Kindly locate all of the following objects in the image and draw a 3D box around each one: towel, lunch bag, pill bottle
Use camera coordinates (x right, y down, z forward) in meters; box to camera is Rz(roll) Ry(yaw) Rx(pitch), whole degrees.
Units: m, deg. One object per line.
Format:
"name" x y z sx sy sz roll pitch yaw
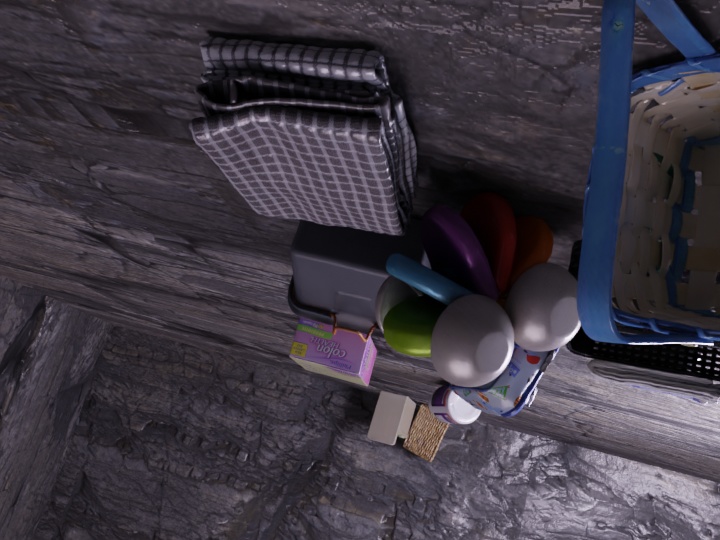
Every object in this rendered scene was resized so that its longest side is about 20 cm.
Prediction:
"towel" 0.358 0.138 0.774 0.144 0.024 0.199 9 172 26
"lunch bag" 0.220 0.136 0.963 0.075 0.161 0.200 38 167 -6
"pill bottle" 0.273 0.398 1.881 0.109 0.114 0.200 18 165 -10
"towel" -0.039 -0.101 0.543 0.162 0.087 0.200 11 163 15

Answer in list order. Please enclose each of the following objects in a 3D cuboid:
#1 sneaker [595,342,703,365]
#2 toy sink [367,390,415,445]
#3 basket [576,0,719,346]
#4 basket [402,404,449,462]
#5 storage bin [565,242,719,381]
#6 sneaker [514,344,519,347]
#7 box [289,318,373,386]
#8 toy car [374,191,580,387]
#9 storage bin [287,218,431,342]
"sneaker" 0.339 0.086 0.816 0.081 0.076 0.198 25 163 -36
"toy sink" 0.130 0.618 2.591 0.128 0.203 0.112 5 155 31
"basket" 0.187 -0.040 0.356 0.198 0.180 0.138 15 173 -43
"basket" 0.292 0.683 2.628 0.147 0.203 0.143 20 168 28
"storage bin" 0.321 0.046 0.668 0.196 0.096 0.135 7 162 27
"sneaker" 0.198 0.067 0.852 0.074 0.080 0.200 -6 166 -5
"box" -0.062 0.202 1.550 0.172 0.099 0.200 13 165 11
"toy car" 0.106 0.005 0.616 0.197 0.153 0.175 -21 -158 -18
"storage bin" 0.000 0.000 0.777 0.196 0.148 0.135 13 154 10
